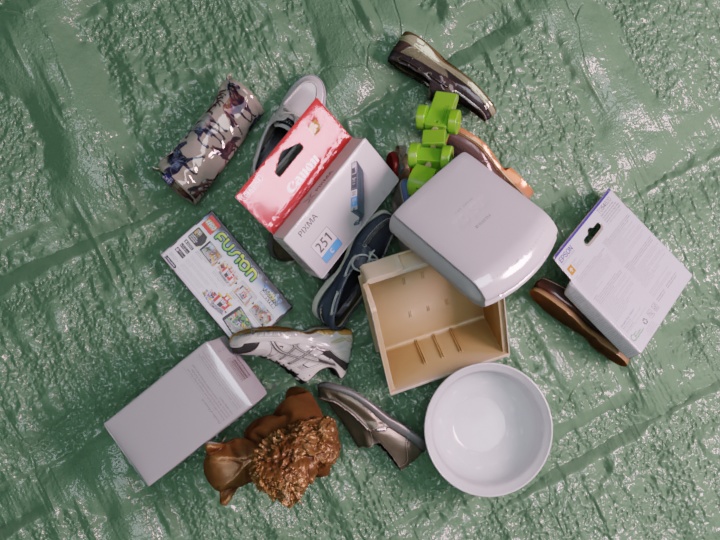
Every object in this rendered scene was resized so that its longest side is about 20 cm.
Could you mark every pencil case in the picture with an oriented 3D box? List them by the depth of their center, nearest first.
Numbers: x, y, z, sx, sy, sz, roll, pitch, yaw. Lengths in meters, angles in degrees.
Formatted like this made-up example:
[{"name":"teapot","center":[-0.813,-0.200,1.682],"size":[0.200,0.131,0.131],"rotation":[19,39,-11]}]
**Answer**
[{"name":"pencil case","center":[-0.236,-0.207,1.375],"size":[0.089,0.078,0.201],"rotation":[38,85,-20]}]

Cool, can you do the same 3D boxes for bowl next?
[{"name":"bowl","center":[0.192,0.244,1.363],"size":[0.197,0.090,0.205],"rotation":[0,85,-4]}]

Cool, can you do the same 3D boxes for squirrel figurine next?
[{"name":"squirrel figurine","center":[-0.132,0.267,1.278],"size":[0.184,0.199,0.144],"rotation":[-12,93,-25]}]

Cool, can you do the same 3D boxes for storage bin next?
[{"name":"storage bin","center":[0.111,0.061,1.318],"size":[0.197,0.200,0.094],"rotation":[-17,42,-4]}]

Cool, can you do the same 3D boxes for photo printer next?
[{"name":"photo printer","center":[0.163,-0.055,1.228],"size":[0.166,0.070,0.200],"rotation":[-40,64,-16]}]

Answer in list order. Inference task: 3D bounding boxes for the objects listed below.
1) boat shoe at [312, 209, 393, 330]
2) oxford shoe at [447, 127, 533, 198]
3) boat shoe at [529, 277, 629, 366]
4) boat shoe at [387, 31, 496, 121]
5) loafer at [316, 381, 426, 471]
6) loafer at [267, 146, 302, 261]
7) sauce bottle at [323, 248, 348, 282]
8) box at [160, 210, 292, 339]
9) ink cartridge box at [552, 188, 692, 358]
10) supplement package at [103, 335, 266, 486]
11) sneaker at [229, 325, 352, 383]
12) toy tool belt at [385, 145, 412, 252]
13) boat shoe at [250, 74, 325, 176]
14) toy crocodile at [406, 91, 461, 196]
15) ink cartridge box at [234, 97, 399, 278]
[{"name":"boat shoe","center":[0.000,0.000,1.353],"size":[0.201,0.062,0.075],"rotation":[-53,133,-5]},{"name":"oxford shoe","center":[0.182,-0.163,1.402],"size":[0.199,0.071,0.073],"rotation":[40,90,0]},{"name":"boat shoe","center":[0.362,0.069,1.398],"size":[0.199,0.070,0.071],"rotation":[36,80,-7]},{"name":"boat shoe","center":[0.130,-0.300,1.412],"size":[0.199,0.073,0.065],"rotation":[41,90,10]},{"name":"loafer","center":[0.010,0.242,1.360],"size":[0.198,0.075,0.070],"rotation":[33,81,-1]},{"name":"loafer","center":[-0.080,-0.106,1.365],"size":[0.074,0.069,0.203],"rotation":[16,92,-38]},{"name":"sauce bottle","center":[-0.024,-0.080,1.385],"size":[0.064,0.065,0.203],"rotation":[20,86,-2]},{"name":"box","center":[-0.210,0.018,1.383],"size":[0.110,0.035,0.201],"rotation":[-40,89,-5]},{"name":"ink cartridge box","center":[0.407,0.002,1.380],"size":[0.200,0.041,0.199],"rotation":[47,59,0]},{"name":"supplement package","center":[-0.259,0.206,1.312],"size":[0.199,0.117,0.118],"rotation":[-38,88,4]},{"name":"sneaker","center":[-0.104,0.132,1.344],"size":[0.197,0.075,0.089],"rotation":[2,95,-20]},{"name":"toy tool belt","center":[0.115,-0.100,1.376],"size":[0.121,0.125,0.203],"rotation":[-3,62,-15]},{"name":"boat shoe","center":[-0.116,-0.225,1.389],"size":[0.071,0.066,0.202],"rotation":[33,85,0]},{"name":"toy crocodile","center":[0.113,-0.194,1.328],"size":[0.066,0.062,0.202],"rotation":[6,56,13]},{"name":"ink cartridge box","center":[-0.060,-0.121,1.296],"size":[0.176,0.045,0.201],"rotation":[45,75,-29]}]
